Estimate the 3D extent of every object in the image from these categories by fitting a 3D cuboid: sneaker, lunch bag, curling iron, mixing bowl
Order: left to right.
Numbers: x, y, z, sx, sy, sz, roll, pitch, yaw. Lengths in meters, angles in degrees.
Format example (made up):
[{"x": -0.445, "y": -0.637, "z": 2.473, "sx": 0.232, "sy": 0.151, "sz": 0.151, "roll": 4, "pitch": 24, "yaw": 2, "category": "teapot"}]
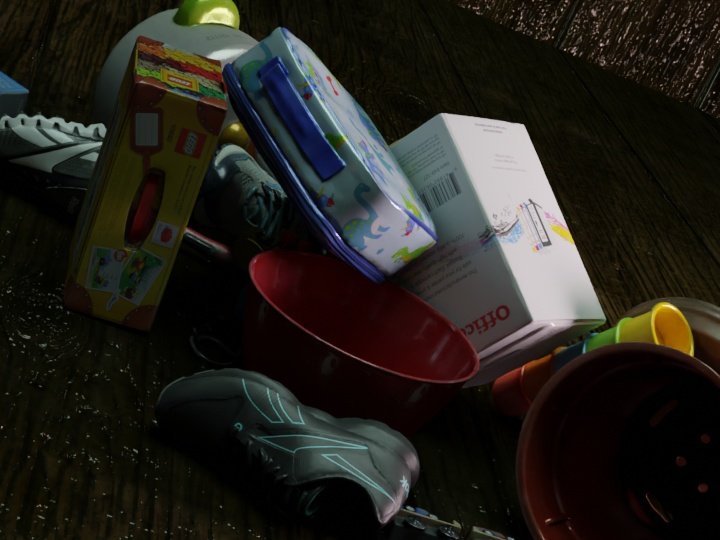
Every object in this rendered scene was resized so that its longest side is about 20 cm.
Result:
[{"x": -0.270, "y": -0.091, "z": 1.574, "sx": 0.199, "sy": 0.091, "sz": 0.067, "roll": 2, "pitch": -19, "yaw": -7, "category": "sneaker"}, {"x": -0.121, "y": -0.015, "z": 1.633, "sx": 0.199, "sy": 0.026, "sz": 0.050, "roll": 28, "pitch": 21, "yaw": 6, "category": "curling iron"}, {"x": -0.082, "y": -0.055, "z": 1.573, "sx": 0.086, "sy": 0.078, "sz": 0.200, "roll": 23, "pitch": -3, "yaw": 22, "category": "sneaker"}, {"x": -0.057, "y": 0.130, "z": 1.250, "sx": 0.199, "sy": 0.076, "sz": 0.079, "roll": 15, "pitch": 38, "yaw": 6, "category": "sneaker"}, {"x": -0.027, "y": -0.094, "z": 1.422, "sx": 0.201, "sy": 0.082, "sz": 0.161, "roll": 58, "pitch": 8, "yaw": 23, "category": "lunch bag"}, {"x": -0.017, "y": 0.079, "z": 1.387, "sx": 0.199, "sy": 0.109, "sz": 0.200, "roll": 23, "pitch": 18, "yaw": -8, "category": "mixing bowl"}]

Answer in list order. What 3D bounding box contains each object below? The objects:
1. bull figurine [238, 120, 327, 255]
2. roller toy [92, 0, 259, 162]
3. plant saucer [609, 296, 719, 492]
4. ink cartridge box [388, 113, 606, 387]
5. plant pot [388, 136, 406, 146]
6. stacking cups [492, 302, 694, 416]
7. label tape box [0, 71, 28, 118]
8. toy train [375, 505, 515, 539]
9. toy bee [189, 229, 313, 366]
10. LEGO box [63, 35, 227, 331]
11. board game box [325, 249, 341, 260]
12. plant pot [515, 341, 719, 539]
[{"x": -0.049, "y": -0.100, "z": 1.699, "sx": 0.065, "sy": 0.201, "sz": 0.121, "roll": 21, "pitch": 48, "yaw": 37, "category": "bull figurine"}, {"x": -0.156, "y": -0.151, "z": 1.709, "sx": 0.140, "sy": 0.182, "sz": 0.200, "roll": 37, "pitch": -19, "yaw": 41, "category": "roller toy"}, {"x": 0.291, "y": 0.122, "z": 1.549, "sx": 0.200, "sy": 0.201, "sz": 0.029, "roll": 34, "pitch": 37, "yaw": 24, "category": "plant saucer"}, {"x": 0.093, "y": -0.012, "z": 1.527, "sx": 0.144, "sy": 0.147, "sz": 0.201, "roll": 0, "pitch": 64, "yaw": -55, "category": "ink cartridge box"}, {"x": 0.104, "y": -0.024, "z": 1.718, "sx": 0.200, "sy": 0.201, "sz": 0.189, "roll": 33, "pitch": 5, "yaw": 22, "category": "plant pot"}, {"x": 0.197, "y": 0.084, "z": 1.544, "sx": 0.060, "sy": 0.199, "sz": 0.061, "roll": 22, "pitch": 58, "yaw": -40, "category": "stacking cups"}, {"x": -0.427, "y": -0.170, "z": 1.599, "sx": 0.143, "sy": 0.066, "sz": 0.200, "roll": 33, "pitch": 22, "yaw": 23, "category": "label tape box"}, {"x": 0.099, "y": 0.211, "z": 1.299, "sx": 0.199, "sy": 0.034, "sz": 0.046, "roll": 19, "pitch": 16, "yaw": -20, "category": "toy train"}, {"x": -0.057, "y": 0.018, "z": 1.503, "sx": 0.130, "sy": 0.109, "sz": 0.200, "roll": 26, "pitch": 18, "yaw": -3, "category": "toy bee"}, {"x": -0.180, "y": -0.076, "z": 1.445, "sx": 0.077, "sy": 0.201, "sz": 0.149, "roll": 17, "pitch": 20, "yaw": -13, "category": "LEGO box"}, {"x": 0.000, "y": 0.000, "z": 1.577, "sx": 0.201, "sy": 0.019, "sz": 0.103, "roll": 61, "pitch": 11, "yaw": 6, "category": "board game box"}, {"x": 0.254, "y": 0.161, "z": 1.418, "sx": 0.200, "sy": 0.202, "sz": 0.195, "roll": 34, "pitch": 12, "yaw": 25, "category": "plant pot"}]
